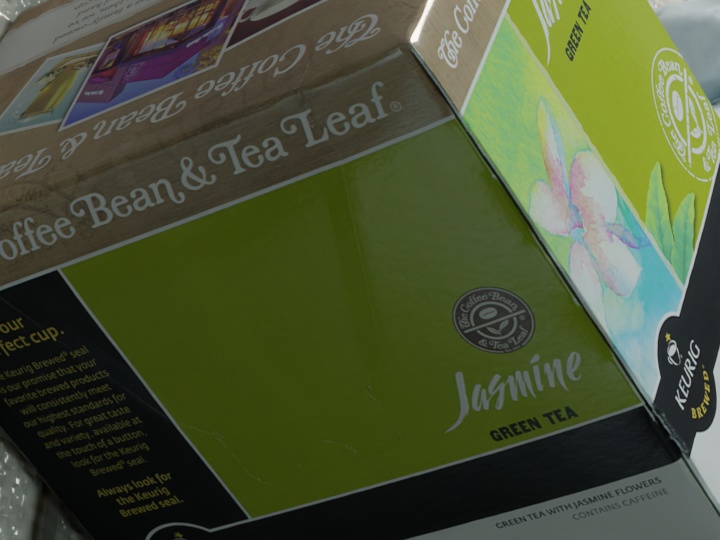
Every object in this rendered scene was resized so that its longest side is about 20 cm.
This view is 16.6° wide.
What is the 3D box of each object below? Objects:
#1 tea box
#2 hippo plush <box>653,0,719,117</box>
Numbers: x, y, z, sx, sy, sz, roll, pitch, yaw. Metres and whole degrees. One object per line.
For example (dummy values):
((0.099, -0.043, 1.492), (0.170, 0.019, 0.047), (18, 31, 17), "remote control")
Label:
((0.000, 0.000, 0.742), (0.197, 0.199, 0.134), (54, 36, -27), "tea box")
((0.199, -0.079, 1.197), (0.161, 0.158, 0.202), (67, 27, -81), "hippo plush")
